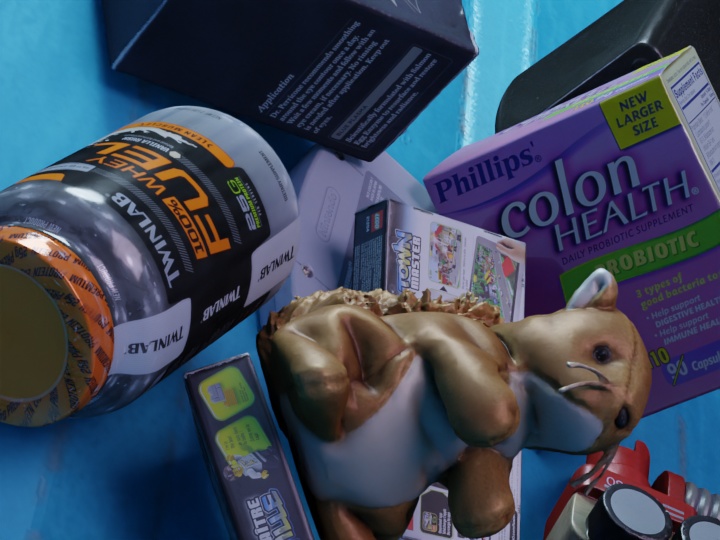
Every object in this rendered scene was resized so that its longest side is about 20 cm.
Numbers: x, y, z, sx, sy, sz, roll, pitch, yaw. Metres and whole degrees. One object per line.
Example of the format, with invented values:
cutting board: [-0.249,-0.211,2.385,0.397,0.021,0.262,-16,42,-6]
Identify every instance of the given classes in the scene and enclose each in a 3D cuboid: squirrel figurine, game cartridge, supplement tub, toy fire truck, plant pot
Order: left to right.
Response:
supplement tub: [-0.124,-0.002,1.118,0.123,0.122,0.200,54,32,-2]
game cartridge: [0.000,0.000,1.362,0.133,0.040,0.200,45,33,-23]
squirrel figurine: [0.050,0.055,1.150,0.200,0.186,0.142,-128,-158,-66]
plant pot: [0.208,-0.086,1.540,0.200,0.200,0.177,55,26,-1]
toy fire truck: [0.197,0.162,1.349,0.175,0.129,0.200,22,34,-5]

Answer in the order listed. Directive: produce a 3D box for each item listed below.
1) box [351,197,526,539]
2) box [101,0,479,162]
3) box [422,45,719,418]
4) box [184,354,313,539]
box: [0.044,0.068,1.289,0.110,0.035,0.201,17,66,-34]
box: [-0.054,-0.198,1.363,0.199,0.117,0.197,19,42,-34]
box: [0.168,-0.013,1.424,0.201,0.175,0.097,65,26,-6]
box: [-0.038,0.154,1.100,0.110,0.035,0.201,90,-19,-68]
